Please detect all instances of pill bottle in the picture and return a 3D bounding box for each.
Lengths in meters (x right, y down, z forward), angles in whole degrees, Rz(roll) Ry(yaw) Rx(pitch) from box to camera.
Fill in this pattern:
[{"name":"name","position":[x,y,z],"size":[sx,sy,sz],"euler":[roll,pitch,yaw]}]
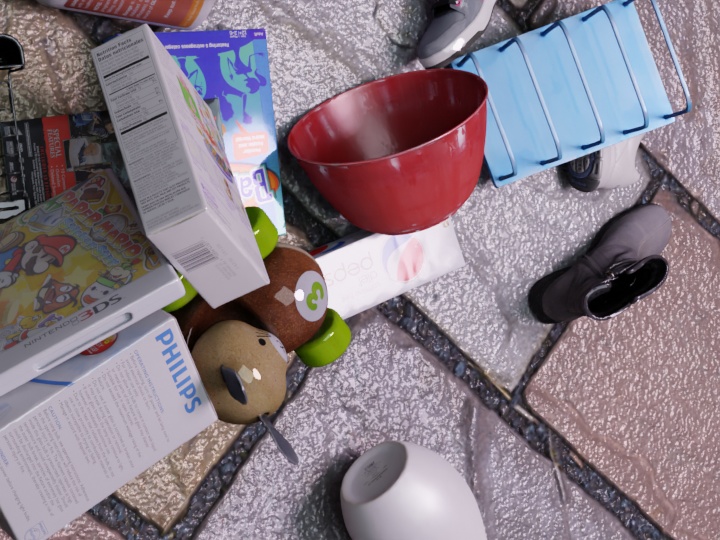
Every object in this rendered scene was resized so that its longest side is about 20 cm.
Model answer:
[{"name":"pill bottle","position":[-0.233,-0.287,1.609],"size":[0.200,0.112,0.112],"euler":[7,85,-27]}]

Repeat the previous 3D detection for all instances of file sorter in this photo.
[{"name":"file sorter","position":[0.212,-0.183,1.778],"size":[0.200,0.123,0.139],"euler":[-20,92,-4]}]

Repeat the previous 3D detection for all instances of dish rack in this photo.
[{"name":"dish rack","position":[-0.362,-0.100,1.556],"size":[0.153,0.055,0.200],"euler":[-8,92,-16]}]

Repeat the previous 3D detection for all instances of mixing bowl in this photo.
[{"name":"mixing bowl","position":[0.040,-0.104,1.711],"size":[0.200,0.200,0.109],"euler":[-32,119,-25]}]

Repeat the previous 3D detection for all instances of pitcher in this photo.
[{"name":"pitcher","position":[0.051,0.277,1.740],"size":[0.172,0.121,0.200],"euler":[-43,118,-6]}]

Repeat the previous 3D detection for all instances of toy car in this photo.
[{"name":"toy car","position":[-0.091,0.074,1.559],"size":[0.158,0.200,0.164],"euler":[-30,123,7]}]

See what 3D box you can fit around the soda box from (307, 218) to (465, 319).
[{"name":"soda box","position":[0.000,0.000,1.745],"size":[0.200,0.064,0.068],"euler":[-23,100,-25]}]

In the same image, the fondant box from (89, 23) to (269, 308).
[{"name":"fondant box","position":[-0.151,-0.087,1.497],"size":[0.058,0.144,0.200],"euler":[-24,59,7]}]

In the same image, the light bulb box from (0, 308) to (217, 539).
[{"name":"light bulb box","position":[-0.266,0.098,1.510],"size":[0.200,0.198,0.125],"euler":[-34,130,-21]}]

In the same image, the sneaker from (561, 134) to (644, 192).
[{"name":"sneaker","position":[0.264,-0.181,1.894],"size":[0.087,0.074,0.200],"euler":[5,92,-39]}]

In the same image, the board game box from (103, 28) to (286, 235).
[{"name":"board game box","position":[-0.155,-0.124,1.680],"size":[0.152,0.045,0.200],"euler":[-7,92,-27]}]

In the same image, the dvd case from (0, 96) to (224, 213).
[{"name":"dvd case","position":[-0.219,-0.075,1.618],"size":[0.200,0.022,0.146],"euler":[-8,91,-3]}]

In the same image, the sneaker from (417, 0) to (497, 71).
[{"name":"sneaker","position":[0.090,-0.307,1.790],"size":[0.121,0.084,0.200],"euler":[44,62,-24]}]

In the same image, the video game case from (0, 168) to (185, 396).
[{"name":"video game case","position":[-0.258,0.007,1.488],"size":[0.182,0.200,0.023],"euler":[-29,128,-8]}]

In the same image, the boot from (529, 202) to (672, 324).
[{"name":"boot","position":[0.282,-0.003,1.851],"size":[0.200,0.132,0.070],"euler":[-40,105,-23]}]
